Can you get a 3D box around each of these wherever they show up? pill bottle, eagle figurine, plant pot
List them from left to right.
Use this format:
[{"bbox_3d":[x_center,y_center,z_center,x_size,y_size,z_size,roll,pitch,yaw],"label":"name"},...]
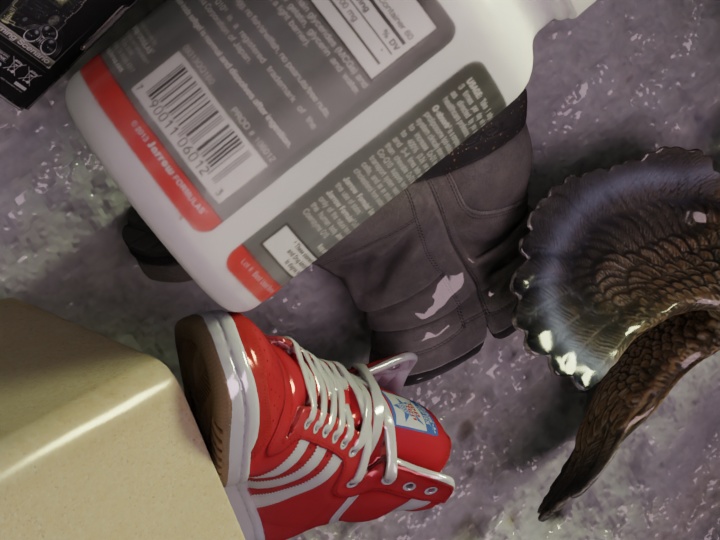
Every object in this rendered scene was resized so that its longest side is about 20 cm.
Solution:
[{"bbox_3d":[-0.154,0.123,0.898,0.177,0.199,0.201,-35,121,-27],"label":"plant pot"},{"bbox_3d":[-0.006,-0.087,0.872,0.200,0.116,0.116,-38,121,1],"label":"pill bottle"},{"bbox_3d":[0.158,0.017,1.057,0.199,0.151,0.153,-17,88,-3],"label":"eagle figurine"}]

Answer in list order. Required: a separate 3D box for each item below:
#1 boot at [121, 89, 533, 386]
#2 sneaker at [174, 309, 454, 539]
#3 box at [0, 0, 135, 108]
[{"bbox_3d":[0.000,0.000,1.004,0.199,0.070,0.132,-20,123,-15],"label":"boot"},{"bbox_3d":[-0.015,0.060,0.950,0.112,0.072,0.200,-13,157,-6],"label":"sneaker"},{"bbox_3d":[-0.149,-0.173,0.831,0.160,0.044,0.200,-42,125,20],"label":"box"}]
